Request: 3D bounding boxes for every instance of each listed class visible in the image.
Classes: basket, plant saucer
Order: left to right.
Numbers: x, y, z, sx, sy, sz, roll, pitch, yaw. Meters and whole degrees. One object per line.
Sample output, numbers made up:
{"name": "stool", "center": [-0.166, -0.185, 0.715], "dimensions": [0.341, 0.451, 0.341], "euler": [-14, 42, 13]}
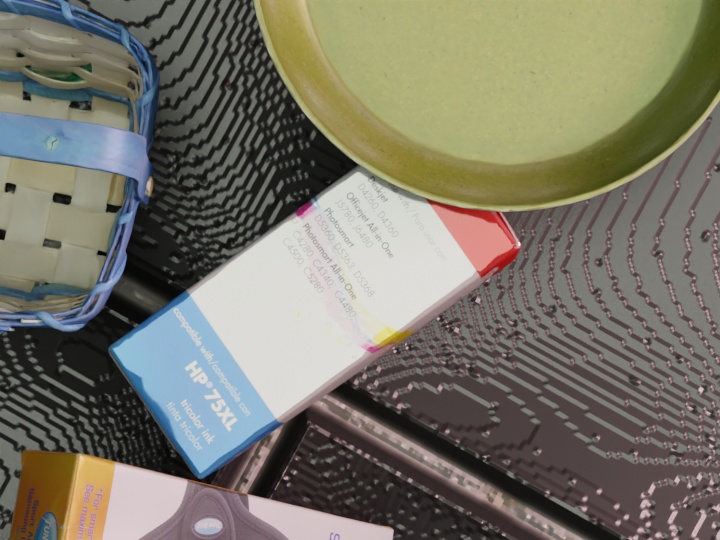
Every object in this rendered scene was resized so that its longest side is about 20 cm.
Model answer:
{"name": "basket", "center": [-0.167, -0.049, 1.113], "dimensions": [0.175, 0.200, 0.140], "euler": [10, 90, 1]}
{"name": "plant saucer", "center": [0.056, -0.121, 1.083], "dimensions": [0.198, 0.031, 0.202], "euler": [0, 86, 1]}

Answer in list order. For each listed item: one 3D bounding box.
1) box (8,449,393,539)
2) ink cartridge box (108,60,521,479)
{"name": "box", "center": [-0.059, 0.149, 1.126], "dimensions": [0.199, 0.041, 0.120], "euler": [17, 78, -41]}
{"name": "ink cartridge box", "center": [0.000, 0.000, 1.151], "dimensions": [0.199, 0.116, 0.067], "euler": [-35, 88, 2]}
